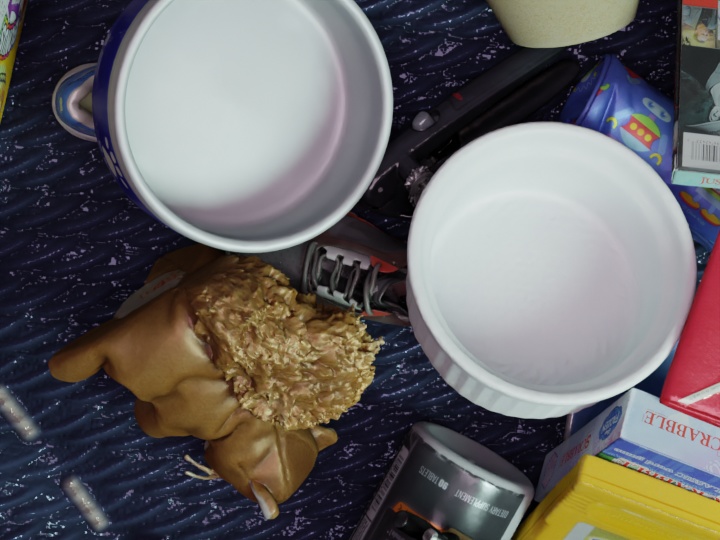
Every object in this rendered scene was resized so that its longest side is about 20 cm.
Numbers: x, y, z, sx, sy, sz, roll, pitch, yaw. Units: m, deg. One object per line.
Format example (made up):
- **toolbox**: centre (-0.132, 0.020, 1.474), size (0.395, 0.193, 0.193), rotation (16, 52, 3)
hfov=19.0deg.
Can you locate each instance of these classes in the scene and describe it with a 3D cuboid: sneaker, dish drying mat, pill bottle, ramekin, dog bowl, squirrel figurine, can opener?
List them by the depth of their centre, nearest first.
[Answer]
- **dish drying mat**: centre (0.269, 0.009, 1.447), size (0.077, 0.018, 0.201), rotation (22, 84, 0)
- **dog bowl**: centre (-0.083, -0.115, 1.489), size (0.199, 0.079, 0.201), rotation (-3, 98, -20)
- **ramekin**: centre (0.125, 0.007, 1.495), size (0.199, 0.098, 0.201), rotation (2, 72, -6)
- **squirrel figurine**: centre (-0.082, 0.083, 1.528), size (0.200, 0.142, 0.187), rotation (-19, 110, 42)
- **sneaker**: centre (-0.124, -0.119, 1.550), size (0.199, 0.077, 0.076), rotation (-6, 97, -2)
- **can opener**: centre (0.074, -0.108, 1.553), size (0.200, 0.079, 0.063), rotation (-37, 139, -4)
- **sneaker**: centre (0.000, 0.000, 1.566), size (0.199, 0.082, 0.077), rotation (9, 98, -2)
- **pill bottle**: centre (0.039, 0.222, 1.588), size (0.106, 0.106, 0.201), rotation (27, 98, -5)

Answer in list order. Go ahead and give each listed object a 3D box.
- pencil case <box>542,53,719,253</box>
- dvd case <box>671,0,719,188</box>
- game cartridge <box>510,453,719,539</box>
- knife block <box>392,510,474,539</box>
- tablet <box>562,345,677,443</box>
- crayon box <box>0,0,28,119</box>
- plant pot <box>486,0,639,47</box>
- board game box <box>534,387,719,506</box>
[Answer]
- **pencil case**: centre (0.229, -0.071, 1.559), size (0.200, 0.078, 0.087), rotation (35, 72, -5)
- **dvd case**: centre (0.287, -0.142, 1.470), size (0.145, 0.022, 0.201), rotation (5, 60, 1)
- **game cartridge**: centre (0.209, 0.206, 1.551), size (0.176, 0.200, 0.033), rotation (20, 63, -3)
- **knife block**: centre (0.085, 0.221, 1.503), size (0.199, 0.064, 0.176), rotation (-21, 129, -31)
- **tablet**: centre (0.259, 0.092, 1.618), size (0.199, 0.014, 0.131), rotation (8, 98, -1)
- **crayon box**: centre (-0.270, -0.169, 1.478), size (0.058, 0.200, 0.173), rotation (13, 98, -3)
- **plant pot**: centre (0.129, -0.264, 1.495), size (0.186, 0.187, 0.201), rotation (-12, 112, 1)
- **board game box**: centre (0.247, 0.161, 1.535), size (0.199, 0.200, 0.041), rotation (22, 69, -5)
